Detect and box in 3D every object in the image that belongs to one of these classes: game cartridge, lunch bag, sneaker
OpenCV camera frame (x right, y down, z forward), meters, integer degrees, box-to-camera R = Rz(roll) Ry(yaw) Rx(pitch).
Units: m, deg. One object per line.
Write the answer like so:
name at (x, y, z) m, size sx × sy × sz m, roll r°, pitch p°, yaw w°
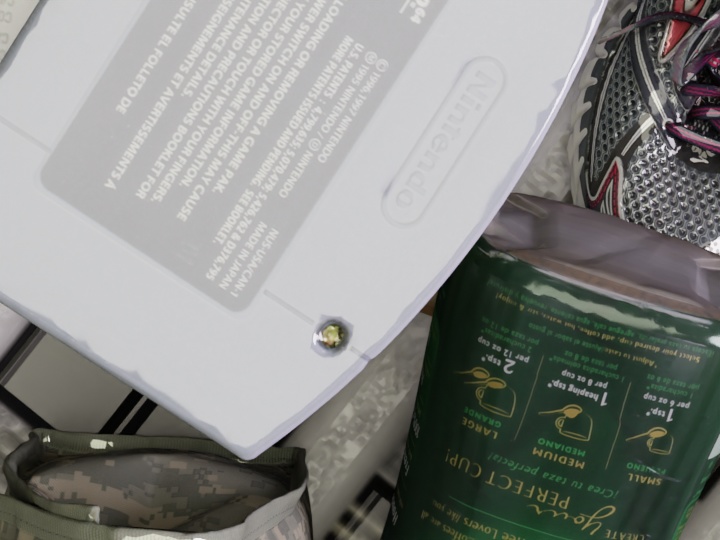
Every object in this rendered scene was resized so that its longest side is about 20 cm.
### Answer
game cartridge at (-0.015, -0.058, 0.758) m, size 0.133 × 0.042 × 0.201 m, roll 33°, pitch 93°, yaw -9°
lunch bag at (-0.073, 0.143, 0.879) m, size 0.117 × 0.200 × 0.165 m, roll 4°, pitch 94°, yaw -1°
sneaker at (0.125, -0.086, 0.932) m, size 0.080 × 0.075 × 0.201 m, roll 19°, pitch 93°, yaw -2°

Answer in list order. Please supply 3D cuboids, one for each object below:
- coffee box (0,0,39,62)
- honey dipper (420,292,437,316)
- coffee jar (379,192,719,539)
coffee box at (-0.075, -0.151, 0.865) m, size 0.198 × 0.198 × 0.201 m, roll 11°, pitch 95°, yaw -2°
honey dipper at (0.000, 0.000, 0.958) m, size 0.199 × 0.038 × 0.038 m, roll 18°, pitch 93°, yaw -6°
coffee jar at (0.053, 0.083, 0.914) m, size 0.104 × 0.085 × 0.201 m, roll 18°, pitch 109°, yaw -1°
